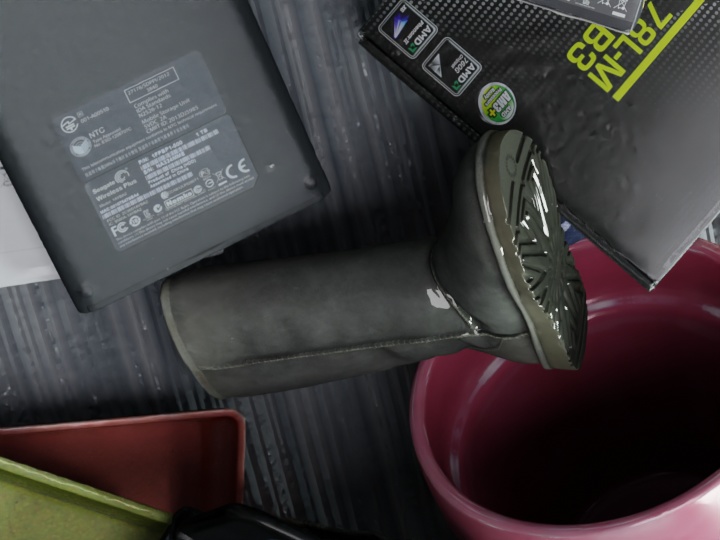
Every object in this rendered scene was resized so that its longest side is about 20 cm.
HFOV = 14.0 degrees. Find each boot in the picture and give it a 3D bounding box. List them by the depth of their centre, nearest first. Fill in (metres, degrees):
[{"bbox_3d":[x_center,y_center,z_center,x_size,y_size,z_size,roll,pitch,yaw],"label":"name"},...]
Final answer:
[{"bbox_3d":[-0.001,0.001,1.427,0.199,0.073,0.182,2,142,17],"label":"boot"}]

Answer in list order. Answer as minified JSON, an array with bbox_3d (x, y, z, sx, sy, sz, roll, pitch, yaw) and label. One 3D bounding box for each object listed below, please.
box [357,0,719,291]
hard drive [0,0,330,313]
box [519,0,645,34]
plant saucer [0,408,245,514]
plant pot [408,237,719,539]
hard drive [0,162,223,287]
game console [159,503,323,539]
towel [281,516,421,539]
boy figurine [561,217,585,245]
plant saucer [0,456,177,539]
[{"bbox_3d":[0.133,-0.127,1.424,0.193,0.048,0.200,42,98,2],"label":"box"},{"bbox_3d":[-0.114,-0.092,1.394,0.139,0.033,0.200,-26,121,-3],"label":"hard drive"},{"bbox_3d":[0.056,-0.216,1.359,0.199,0.049,0.162,17,113,4],"label":"box"},{"bbox_3d":[-0.163,0.160,1.534,0.199,0.037,0.200,-5,117,-15],"label":"plant saucer"},{"bbox_3d":[0.143,0.109,1.522,0.200,0.200,0.179,-26,135,-3],"label":"plant pot"},{"bbox_3d":[-0.136,-0.093,1.421,0.132,0.027,0.201,-8,118,-13],"label":"hard drive"},{"bbox_3d":[-0.016,0.203,1.435,0.200,0.116,0.176,27,106,-11],"label":"game console"},{"bbox_3d":[0.062,0.195,1.539,0.200,0.192,0.035,37,72,-27],"label":"towel"},{"bbox_3d":[0.151,-0.079,1.484,0.200,0.064,0.124,-36,98,7],"label":"boy figurine"},{"bbox_3d":[-0.166,0.188,1.499,0.199,0.048,0.200,21,108,-25],"label":"plant saucer"}]
